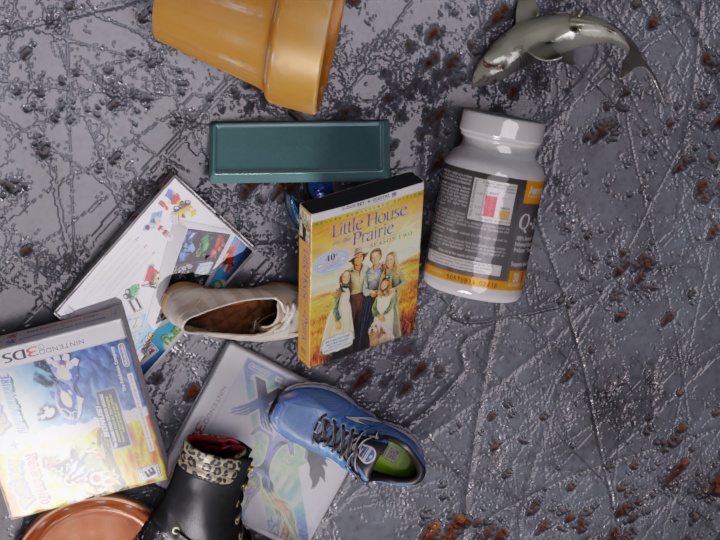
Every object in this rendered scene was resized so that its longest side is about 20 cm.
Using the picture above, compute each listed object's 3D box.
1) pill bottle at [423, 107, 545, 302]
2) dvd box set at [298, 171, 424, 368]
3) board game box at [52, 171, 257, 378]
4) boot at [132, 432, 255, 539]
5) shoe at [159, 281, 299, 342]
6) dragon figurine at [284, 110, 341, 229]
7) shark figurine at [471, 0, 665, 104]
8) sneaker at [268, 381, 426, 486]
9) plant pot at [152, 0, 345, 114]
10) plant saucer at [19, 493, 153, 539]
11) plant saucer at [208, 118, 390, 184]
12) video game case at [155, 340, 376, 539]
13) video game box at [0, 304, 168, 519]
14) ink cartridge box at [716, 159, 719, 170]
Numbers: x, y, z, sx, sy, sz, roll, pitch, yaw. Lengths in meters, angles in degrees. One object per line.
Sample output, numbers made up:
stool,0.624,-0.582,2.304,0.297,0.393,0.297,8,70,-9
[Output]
pill bottle,0.142,-0.073,1.706,0.115,0.116,0.202,8,100,-15
dvd box set,0.000,0.000,1.675,0.145,0.029,0.202,-17,128,-28
board game box,-0.225,0.009,1.677,0.126,0.035,0.200,42,90,-18
boot,-0.138,0.272,1.700,0.202,0.074,0.155,17,106,-27
shoe,-0.122,0.051,1.680,0.198,0.053,0.071,3,112,-31
dragon figurine,-0.048,-0.071,1.691,0.099,0.059,0.201,-35,108,-5
shark figurine,0.241,-0.246,1.705,0.090,0.212,0.129,49,52,-53
sneaker,-0.009,0.186,1.713,0.198,0.089,0.079,23,94,-16
plant pot,-0.112,-0.279,1.577,0.181,0.200,0.203,12,98,0
plant saucer,-0.298,0.347,1.730,0.198,0.032,0.203,-2,101,-13
plant saucer,-0.067,-0.131,1.658,0.197,0.019,0.071,0,79,1
video game case,-0.108,0.203,1.751,0.199,0.022,0.184,28,94,-17
video game box,-0.319,0.154,1.659,0.180,0.047,0.202,-14,111,0
ink cartridge box,0.535,-0.179,1.761,0.145,0.146,0.202,19,97,-15
